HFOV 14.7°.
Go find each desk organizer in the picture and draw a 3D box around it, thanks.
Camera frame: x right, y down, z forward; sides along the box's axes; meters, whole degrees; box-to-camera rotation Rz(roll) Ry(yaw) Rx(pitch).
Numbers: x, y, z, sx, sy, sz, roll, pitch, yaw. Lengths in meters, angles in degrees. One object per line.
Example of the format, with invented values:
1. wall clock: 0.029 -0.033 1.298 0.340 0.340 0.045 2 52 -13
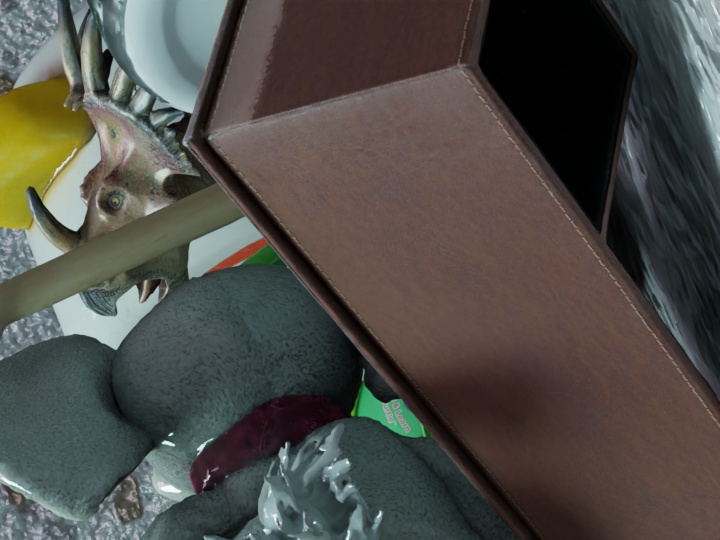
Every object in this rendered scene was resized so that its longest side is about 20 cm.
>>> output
1. desk organizer: 0.046 -0.003 0.708 0.200 0.077 0.072 51 -141 -38

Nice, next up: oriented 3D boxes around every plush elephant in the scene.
1. plush elephant: -0.024 0.070 0.799 0.200 0.164 0.155 84 169 -48

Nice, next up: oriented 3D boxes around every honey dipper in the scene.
1. honey dipper: -0.032 -0.023 0.793 0.038 0.199 0.038 156 90 -86

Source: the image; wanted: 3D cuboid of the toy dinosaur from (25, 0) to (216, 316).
1. toy dinosaur: -0.052 -0.094 0.933 0.086 0.135 0.201 117 145 -57

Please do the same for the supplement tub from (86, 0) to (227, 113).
1. supplement tub: -0.050 -0.156 0.855 0.123 0.122 0.200 70 176 -57

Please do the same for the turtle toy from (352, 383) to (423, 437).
1. turtle toy: 0.031 0.051 1.232 0.146 0.101 0.201 20 -137 -60

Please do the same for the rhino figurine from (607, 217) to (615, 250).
1. rhino figurine: 0.052 0.012 0.902 0.087 0.060 0.200 45 168 31

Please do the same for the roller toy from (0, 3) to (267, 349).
1. roller toy: -0.048 -0.038 1.122 0.183 0.199 0.140 59 -174 -62

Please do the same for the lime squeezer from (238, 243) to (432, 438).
1. lime squeezer: 0.000 0.000 0.946 0.038 0.071 0.200 26 173 25
